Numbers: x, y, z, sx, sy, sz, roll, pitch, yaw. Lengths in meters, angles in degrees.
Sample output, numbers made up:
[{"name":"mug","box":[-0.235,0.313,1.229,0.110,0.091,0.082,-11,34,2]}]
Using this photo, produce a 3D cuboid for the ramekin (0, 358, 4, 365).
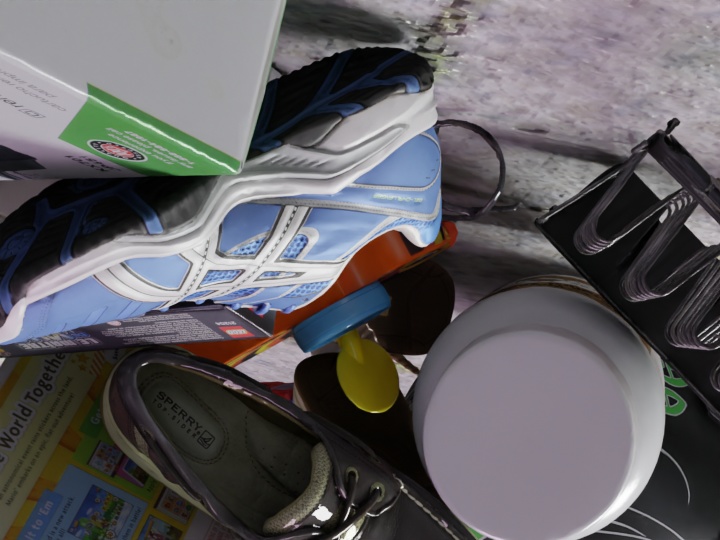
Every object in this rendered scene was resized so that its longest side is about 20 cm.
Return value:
[{"name":"ramekin","box":[-0.192,0.015,1.056,0.198,0.099,0.200,10,165,3]}]

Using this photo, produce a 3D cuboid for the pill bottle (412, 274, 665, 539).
[{"name":"pill bottle","box":[0.083,0.063,0.915,0.113,0.115,0.200,10,-176,8]}]

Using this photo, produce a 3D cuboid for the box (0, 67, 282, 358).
[{"name":"box","box":[-0.119,-0.021,0.873,0.199,0.111,0.035,-6,154,32]}]

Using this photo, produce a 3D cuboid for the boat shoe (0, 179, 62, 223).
[{"name":"boat shoe","box":[-0.155,-0.060,0.847,0.199,0.076,0.062,20,-172,37]}]

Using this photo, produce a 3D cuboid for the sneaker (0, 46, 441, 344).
[{"name":"sneaker","box":[-0.053,-0.012,0.751,0.199,0.078,0.076,-23,-152,-11]}]

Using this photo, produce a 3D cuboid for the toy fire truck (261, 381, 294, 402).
[{"name":"toy fire truck","box":[-0.081,0.100,1.137,0.199,0.049,0.140,-10,-175,-43]}]

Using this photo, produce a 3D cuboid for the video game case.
[{"name":"video game case","box":[-0.099,0.115,0.896,0.181,0.201,0.023,28,131,-4]}]

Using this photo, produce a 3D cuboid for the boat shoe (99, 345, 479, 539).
[{"name":"boat shoe","box":[-0.026,0.099,0.864,0.200,0.072,0.066,35,173,-2]}]

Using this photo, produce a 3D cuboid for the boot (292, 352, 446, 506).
[{"name":"boot","box":[0.002,0.159,1.040,0.071,0.156,0.201,-3,-145,-15]}]

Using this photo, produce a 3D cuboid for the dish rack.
[{"name":"dish rack","box":[0.142,0.013,0.779,0.153,0.055,0.200,45,180,3]}]

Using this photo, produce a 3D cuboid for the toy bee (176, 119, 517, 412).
[{"name":"toy bee","box":[0.000,0.000,0.927,0.198,0.132,0.109,-7,-175,26]}]

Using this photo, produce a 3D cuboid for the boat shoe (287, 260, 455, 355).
[{"name":"boat shoe","box":[-0.038,0.001,1.046,0.074,0.075,0.202,13,170,42]}]

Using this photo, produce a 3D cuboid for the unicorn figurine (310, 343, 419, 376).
[{"name":"unicorn figurine","box":[-0.080,0.030,1.180,0.199,0.137,0.074,29,141,45]}]

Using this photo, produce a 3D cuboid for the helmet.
[{"name":"helmet","box":[0.109,0.110,1.111,0.189,0.202,0.200,19,168,5]}]

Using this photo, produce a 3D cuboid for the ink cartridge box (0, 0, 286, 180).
[{"name":"ink cartridge box","box":[-0.149,-0.092,0.710,0.199,0.084,0.146,1,163,43]}]
